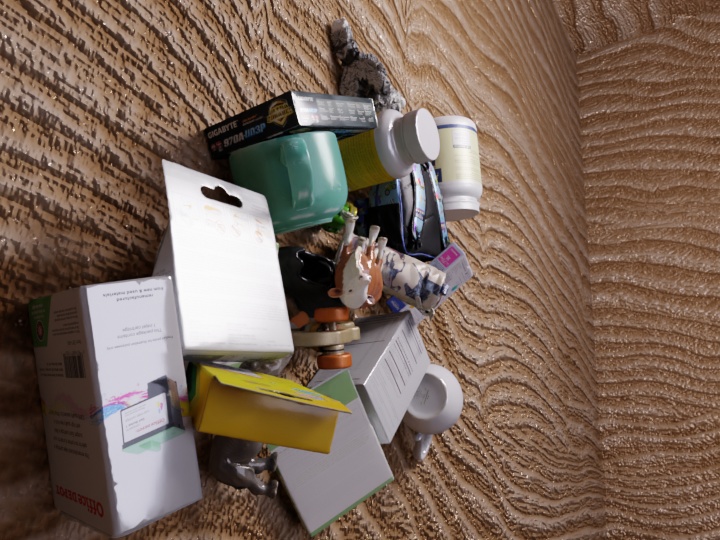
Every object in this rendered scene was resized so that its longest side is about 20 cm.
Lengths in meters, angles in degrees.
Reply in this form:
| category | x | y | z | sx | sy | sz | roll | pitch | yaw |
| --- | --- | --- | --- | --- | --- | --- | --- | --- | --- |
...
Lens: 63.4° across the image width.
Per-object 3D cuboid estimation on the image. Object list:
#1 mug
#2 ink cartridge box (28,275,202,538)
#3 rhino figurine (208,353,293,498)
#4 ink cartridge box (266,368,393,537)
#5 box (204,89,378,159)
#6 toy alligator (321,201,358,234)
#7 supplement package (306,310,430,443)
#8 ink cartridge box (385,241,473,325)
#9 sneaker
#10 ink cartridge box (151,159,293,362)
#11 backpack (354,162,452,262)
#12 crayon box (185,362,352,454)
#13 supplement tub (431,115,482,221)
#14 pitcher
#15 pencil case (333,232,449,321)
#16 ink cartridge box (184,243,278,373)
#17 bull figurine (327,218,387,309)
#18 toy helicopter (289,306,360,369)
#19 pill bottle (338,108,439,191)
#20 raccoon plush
| category | x | y | z | sx | sy | sz | roll | pitch | yaw |
| --- | --- | --- | --- | --- | --- | --- | --- | --- | --- |
| mug | -0.098 | -0.111 | 0.783 | 0.185 | 0.150 | 0.116 | -26 | 103 | -68 |
| ink cartridge box | -0.226 | 0.116 | 0.531 | 0.083 | 0.144 | 0.203 | -7 | 88 | -45 |
| rhino figurine | -0.126 | 0.167 | 0.702 | 0.086 | 0.060 | 0.202 | 12 | 90 | -16 |
| ink cartridge box | -0.050 | 0.245 | 0.806 | 0.145 | 0.048 | 0.202 | -28 | 109 | -18 |
| box | -0.091 | -0.200 | 0.818 | 0.199 | 0.158 | 0.047 | -21 | 98 | -56 |
| toy alligator | -0.040 | -0.081 | 0.911 | 0.059 | 0.200 | 0.055 | 19 | 102 | -15 |
| supplement package | 0.020 | 0.168 | 0.940 | 0.200 | 0.113 | 0.110 | -49 | 122 | -51 |
| ink cartridge box | 0.119 | 0.044 | 1.089 | 0.042 | 0.200 | 0.119 | 46 | -1 | 27 |
| sneaker | -0.066 | 0.019 | 0.867 | 0.199 | 0.090 | 0.077 | 29 | 56 | -52 |
| ink cartridge box | -0.155 | -0.002 | 0.636 | 0.162 | 0.050 | 0.202 | 14 | 57 | -55 |
| backpack | 0.075 | -0.116 | 1.078 | 0.182 | 0.133 | 0.203 | 4 | 79 | -56 |
| crayon box | -0.103 | 0.132 | 0.574 | 0.126 | 0.200 | 0.051 | 17 | 80 | -20 |
| supplement tub | 0.190 | -0.218 | 1.273 | 0.144 | 0.144 | 0.203 | 8 | 76 | -56 |
| pitcher | 0.123 | 0.263 | 1.071 | 0.200 | 0.120 | 0.173 | 51 | 54 | -69 |
| pencil case | 0.045 | 0.006 | 0.966 | 0.198 | 0.078 | 0.090 | 23 | 38 | -2 |
| ink cartridge box | -0.174 | 0.061 | 0.718 | 0.145 | 0.048 | 0.202 | -5 | 107 | -57 |
| bull figurine | 0.000 | 0.000 | 0.832 | 0.200 | 0.064 | 0.123 | 65 | 34 | -80 |
| toy helicopter | -0.060 | 0.093 | 0.847 | 0.200 | 0.131 | 0.080 | 2 | 83 | -75 |
| pill bottle | 0.024 | -0.198 | 0.958 | 0.111 | 0.198 | 0.113 | 19 | 67 | -53 |
| raccoon plush | 0.025 | -0.374 | 1.112 | 0.134 | 0.096 | 0.203 | -11 | 92 | -65 |
